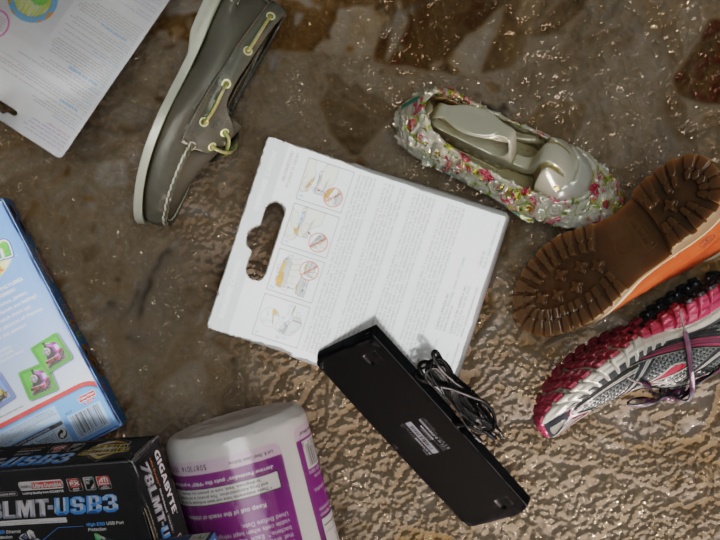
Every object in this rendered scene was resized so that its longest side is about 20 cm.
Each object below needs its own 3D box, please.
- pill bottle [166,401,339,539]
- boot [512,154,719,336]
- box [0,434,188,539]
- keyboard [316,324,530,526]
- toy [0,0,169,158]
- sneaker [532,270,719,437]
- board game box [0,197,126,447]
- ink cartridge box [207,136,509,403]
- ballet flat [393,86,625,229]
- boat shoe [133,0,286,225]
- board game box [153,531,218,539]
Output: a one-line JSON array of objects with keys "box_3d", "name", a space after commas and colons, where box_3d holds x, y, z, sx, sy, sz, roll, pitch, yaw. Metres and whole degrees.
[{"box_3d": [-0.072, 0.210, 0.966, 0.112, 0.112, 0.200, -14, 92, -2], "name": "pill bottle"}, {"box_3d": [0.216, -0.007, 0.991, 0.200, 0.107, 0.075, -36, 64, 25], "name": "boot"}, {"box_3d": [-0.219, 0.226, 0.939, 0.200, 0.050, 0.199, -8, 105, 19], "name": "box"}, {"box_3d": [0.063, 0.114, 0.976, 0.200, 0.104, 0.040, 48, 46, -18], "name": "keyboard"}, {"box_3d": [-0.222, -0.198, 0.980, 0.115, 0.047, 0.200, 33, 87, 0], "name": "toy"}, {"box_3d": [0.227, 0.077, 0.991, 0.200, 0.081, 0.075, -30, 95, -2], "name": "sneaker"}, {"box_3d": [-0.298, 0.065, 0.989, 0.151, 0.037, 0.200, -27, 94, -1], "name": "board game box"}, {"box_3d": [0.000, 0.000, 0.997, 0.200, 0.057, 0.163, 18, 92, 2], "name": "ink cartridge box"}, {"box_3d": [0.120, -0.087, 0.985, 0.200, 0.064, 0.076, 20, 69, -3], "name": "ballet flat"}, {"box_3d": [-0.118, -0.124, 0.974, 0.060, 0.072, 0.202, 21, 87, 2], "name": "boat shoe"}, {"box_3d": [-0.176, 0.264, 0.894, 0.200, 0.034, 0.136, -11, 105, 20], "name": "board game box"}]
